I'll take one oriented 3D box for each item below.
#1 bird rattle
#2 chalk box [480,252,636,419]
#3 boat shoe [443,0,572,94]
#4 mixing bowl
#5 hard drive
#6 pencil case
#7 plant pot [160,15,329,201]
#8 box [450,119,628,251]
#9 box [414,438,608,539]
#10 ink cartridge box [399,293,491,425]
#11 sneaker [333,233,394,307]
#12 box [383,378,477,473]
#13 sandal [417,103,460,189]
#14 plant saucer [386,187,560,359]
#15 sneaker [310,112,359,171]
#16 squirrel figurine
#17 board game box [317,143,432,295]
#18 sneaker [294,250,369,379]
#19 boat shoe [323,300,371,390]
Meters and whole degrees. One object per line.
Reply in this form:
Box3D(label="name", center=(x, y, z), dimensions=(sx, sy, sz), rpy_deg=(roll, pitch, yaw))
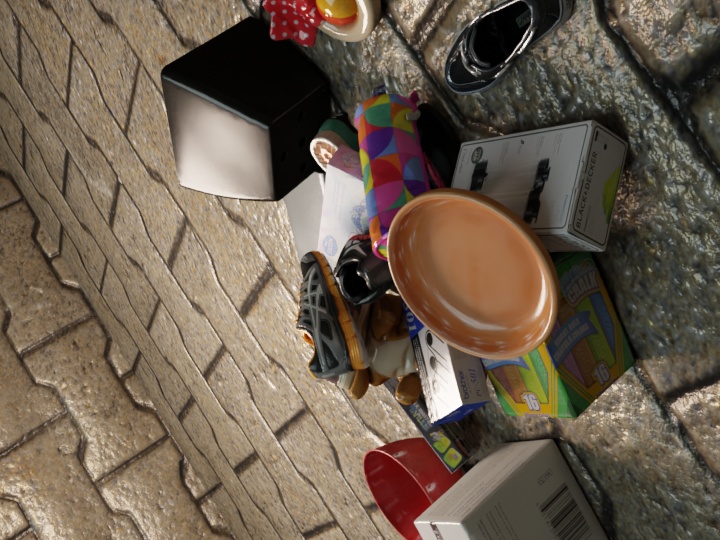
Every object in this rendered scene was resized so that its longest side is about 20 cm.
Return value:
Box3D(label="bird rattle", center=(-0.050, -0.343, 1.039), dimensions=(0.161, 0.113, 0.202), rpy_deg=(33, 147, 12))
Box3D(label="chalk box", center=(0.203, 0.050, 0.963), dimensions=(0.124, 0.123, 0.204), rpy_deg=(-13, 106, 59))
Box3D(label="boat shoe", center=(0.135, -0.234, 0.871), dimensions=(0.073, 0.067, 0.199), rpy_deg=(61, 151, -4))
Box3D(label="mixing bowl", center=(0.107, 0.360, 1.410), dimensions=(0.199, 0.107, 0.203), rpy_deg=(39, 146, 33))
Box3D(label="hard drive", center=(-0.072, -0.087, 1.363), dimensions=(0.138, 0.033, 0.204), rpy_deg=(25, 135, 46))
Box3D(label="pencil case", center=(0.042, -0.113, 0.979), dimensions=(0.089, 0.086, 0.205), rpy_deg=(126, 142, -59))
Box3D(label="plant pot", center=(-0.149, -0.218, 1.225), dimensions=(0.175, 0.200, 0.203), rpy_deg=(26, 139, 24))
Box3D(label="box", center=(0.178, -0.082, 0.887), dimensions=(0.198, 0.059, 0.120), rpy_deg=(-1, 72, 57))
Box3D(label="box", center=(0.216, 0.374, 1.158), dimensions=(0.202, 0.198, 0.130), rpy_deg=(59, 150, -2))
Box3D(label="ink cartridge box", center=(0.099, 0.078, 1.038), dimensions=(0.094, 0.043, 0.205), rpy_deg=(129, 132, -59))
Box3D(label="sneaker", center=(0.000, 0.000, 1.071), dimensions=(0.071, 0.098, 0.200), rpy_deg=(52, 159, -8))
Box3D(label="box", center=(0.101, 0.218, 1.306), dimensions=(0.201, 0.035, 0.110), rpy_deg=(52, -171, 15))
Box3D(label="sandal", center=(0.092, -0.113, 1.071), dimensions=(0.074, 0.045, 0.204), rpy_deg=(30, 139, 41))
Box3D(label="plant saucer", center=(0.118, 0.001, 0.868), dimensions=(0.197, 0.037, 0.204), rpy_deg=(24, 136, 24))
Box3D(label="sneaker", center=(0.019, -0.132, 1.154), dimensions=(0.071, 0.081, 0.200), rpy_deg=(-16, 123, 49))
Box3D(label="squirrel figurine", center=(0.090, 0.113, 1.190), dimensions=(0.201, 0.182, 0.145), rpy_deg=(-89, 18, -71))
Box3D(label="board game box", center=(0.040, -0.050, 1.126), dimensions=(0.196, 0.044, 0.202), rpy_deg=(27, 148, 9))
Box3D(label="sneaker", center=(-0.052, 0.054, 1.083), dimensions=(0.079, 0.076, 0.202), rpy_deg=(62, -176, -46))
Box3D(label="boat shoe", center=(-0.025, 0.076, 1.154), dimensions=(0.063, 0.202, 0.073), rpy_deg=(17, 132, -6))
